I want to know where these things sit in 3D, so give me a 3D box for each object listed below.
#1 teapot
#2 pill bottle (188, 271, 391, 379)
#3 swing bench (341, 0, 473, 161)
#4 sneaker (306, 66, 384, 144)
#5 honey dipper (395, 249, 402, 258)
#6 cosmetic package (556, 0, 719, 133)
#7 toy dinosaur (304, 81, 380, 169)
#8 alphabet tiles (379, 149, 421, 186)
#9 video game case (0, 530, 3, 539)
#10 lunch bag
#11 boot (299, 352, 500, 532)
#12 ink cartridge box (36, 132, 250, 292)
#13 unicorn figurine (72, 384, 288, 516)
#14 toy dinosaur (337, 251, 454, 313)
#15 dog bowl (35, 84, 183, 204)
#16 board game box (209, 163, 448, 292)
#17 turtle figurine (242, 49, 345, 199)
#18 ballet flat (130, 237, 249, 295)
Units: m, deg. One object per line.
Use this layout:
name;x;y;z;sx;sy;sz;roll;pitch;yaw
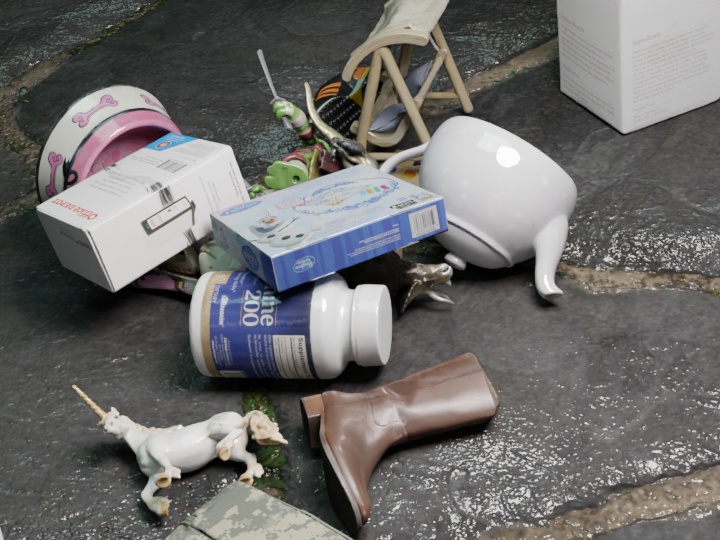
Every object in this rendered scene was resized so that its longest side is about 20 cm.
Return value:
teapot;0.135;-0.071;1.438;0.147;0.196;0.200;-58;19;-5
pill bottle;-0.070;0.056;1.330;0.197;0.112;0.112;0;35;12
swing bench;0.061;-0.258;1.665;0.128;0.202;0.200;3;33;19
sneaker;-0.039;-0.222;1.777;0.089;0.071;0.200;-2;32;37
honey dipper;-0.048;-0.023;1.512;0.197;0.038;0.038;2;35;21
cosmetic package;0.371;-0.324;1.700;0.163;0.202;0.165;-20;36;-16
toy dinosaur;-0.011;-0.138;1.552;0.047;0.200;0.088;-38;15;22
alphabet tiles;0.080;-0.106;1.625;0.165;0.006;0.200;15;41;32
video game case;-0.409;0.261;1.194;0.141;0.018;0.200;-20;36;-16
lunch bag;-0.087;0.281;0.984;0.199;0.141;0.167;23;44;39
boot;0.055;0.156;1.212;0.197;0.065;0.187;-11;36;-11
ink cartridge box;-0.248;-0.071;1.459;0.199;0.085;0.145;-34;30;-26
unicorn figurine;-0.177;0.172;1.235;0.197;0.075;0.138;-1;23;-14
toy dinosaur;0.000;0.000;1.420;0.197;0.104;0.077;0;23;30
dog bowl;-0.294;-0.121;1.565;0.199;0.202;0.074;-31;47;-29
board game box;-0.038;-0.051;1.365;0.198;0.044;0.199;-19;23;-19
turtle figurine;-0.111;-0.131;1.573;0.144;0.200;0.195;-40;17;21
ballet flat;-0.194;-0.007;1.485;0.197;0.072;0.069;8;39;22
